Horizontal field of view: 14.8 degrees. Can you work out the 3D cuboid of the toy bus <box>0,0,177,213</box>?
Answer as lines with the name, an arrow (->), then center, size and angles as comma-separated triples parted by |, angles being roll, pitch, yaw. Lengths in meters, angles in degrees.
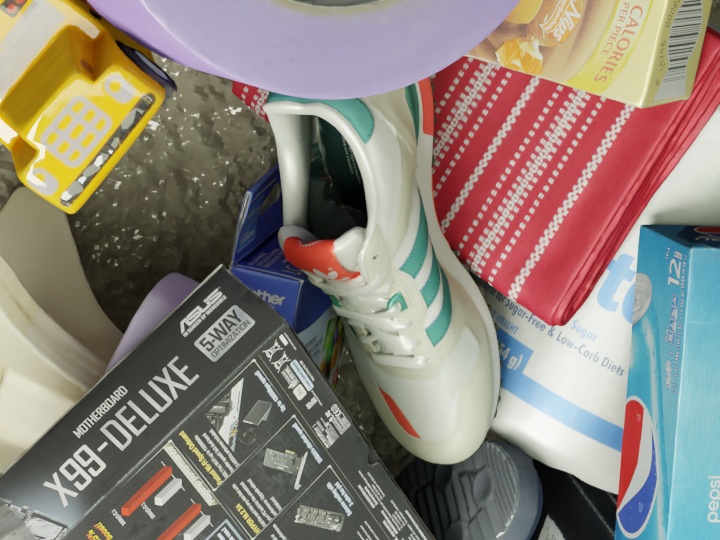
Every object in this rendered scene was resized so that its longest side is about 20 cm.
toy bus -> -0.131, -0.094, 1.136 | 0.078, 0.200, 0.065 | 38, 100, -21

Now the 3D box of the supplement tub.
supplement tub -> 0.128, -0.012, 1.258 | 0.131, 0.132, 0.201 | 24, 101, -18

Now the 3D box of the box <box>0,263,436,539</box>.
box -> -0.060, 0.118, 1.135 | 0.158, 0.050, 0.200 | -44, 138, -9

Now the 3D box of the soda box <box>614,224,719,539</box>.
soda box -> 0.151, 0.084, 1.177 | 0.067, 0.064, 0.202 | 1, 99, -15

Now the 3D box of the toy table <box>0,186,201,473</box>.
toy table -> -0.140, 0.058, 1.199 | 0.116, 0.184, 0.201 | 25, 134, 6

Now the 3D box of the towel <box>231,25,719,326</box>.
towel -> 0.051, -0.085, 1.213 | 0.200, 0.022, 0.145 | 36, 99, 24

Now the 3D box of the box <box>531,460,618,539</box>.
box -> 0.178, 0.171, 1.315 | 0.199, 0.148, 0.105 | 14, 104, -15

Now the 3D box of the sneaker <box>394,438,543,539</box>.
sneaker -> 0.044, 0.136, 1.280 | 0.081, 0.071, 0.200 | 10, 149, -26

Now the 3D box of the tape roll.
tape roll -> -0.023, -0.169, 1.055 | 0.199, 0.085, 0.202 | -5, 102, -24

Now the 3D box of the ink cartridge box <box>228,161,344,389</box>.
ink cartridge box -> -0.037, 0.051, 1.246 | 0.042, 0.119, 0.202 | 10, 105, 11

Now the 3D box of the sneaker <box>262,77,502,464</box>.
sneaker -> 0.000, 0.000, 1.164 | 0.070, 0.093, 0.201 | -2, 111, 31

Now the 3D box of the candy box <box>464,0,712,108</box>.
candy box -> 0.097, -0.178, 1.136 | 0.115, 0.055, 0.202 | 18, 105, 26
